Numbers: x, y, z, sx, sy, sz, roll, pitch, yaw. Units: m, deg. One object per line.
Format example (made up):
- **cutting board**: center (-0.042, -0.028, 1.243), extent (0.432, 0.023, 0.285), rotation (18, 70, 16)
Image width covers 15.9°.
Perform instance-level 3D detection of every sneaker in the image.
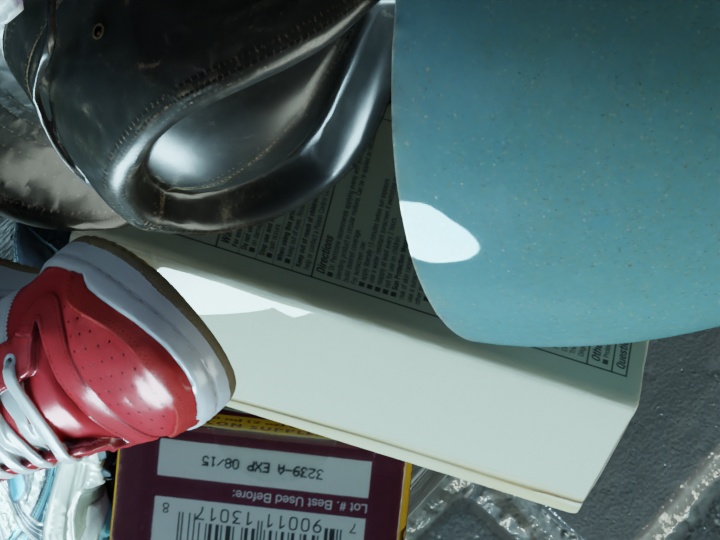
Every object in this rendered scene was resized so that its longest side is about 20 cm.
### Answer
- **sneaker**: center (-0.125, 0.046, 0.809), extent (0.112, 0.071, 0.200), rotation (-40, -161, -26)
- **sneaker**: center (-0.133, 0.059, 0.988), extent (0.078, 0.086, 0.200), rotation (-86, 180, -51)

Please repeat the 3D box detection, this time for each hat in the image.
- **hat**: center (-0.035, -0.068, 0.725), extent (0.200, 0.081, 0.201), rotation (-20, 140, -18)

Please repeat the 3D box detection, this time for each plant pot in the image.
- **plant pot**: center (0.109, -0.069, 0.750), extent (0.200, 0.134, 0.201), rotation (8, 90, -66)

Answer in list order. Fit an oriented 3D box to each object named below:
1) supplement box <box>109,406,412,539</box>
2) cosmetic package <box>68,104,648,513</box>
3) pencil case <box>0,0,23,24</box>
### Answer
- **supplement box**: center (-0.036, 0.092, 1.037), extent (0.200, 0.110, 0.086), rotation (-76, 173, -86)
- **cosmetic package**: center (0.000, 0.000, 0.903), extent (0.073, 0.199, 0.104), rotation (111, -4, -49)
- **pencil case**: center (-0.134, -0.033, 0.598), extent (0.084, 0.085, 0.200), rotation (-39, 167, -52)
